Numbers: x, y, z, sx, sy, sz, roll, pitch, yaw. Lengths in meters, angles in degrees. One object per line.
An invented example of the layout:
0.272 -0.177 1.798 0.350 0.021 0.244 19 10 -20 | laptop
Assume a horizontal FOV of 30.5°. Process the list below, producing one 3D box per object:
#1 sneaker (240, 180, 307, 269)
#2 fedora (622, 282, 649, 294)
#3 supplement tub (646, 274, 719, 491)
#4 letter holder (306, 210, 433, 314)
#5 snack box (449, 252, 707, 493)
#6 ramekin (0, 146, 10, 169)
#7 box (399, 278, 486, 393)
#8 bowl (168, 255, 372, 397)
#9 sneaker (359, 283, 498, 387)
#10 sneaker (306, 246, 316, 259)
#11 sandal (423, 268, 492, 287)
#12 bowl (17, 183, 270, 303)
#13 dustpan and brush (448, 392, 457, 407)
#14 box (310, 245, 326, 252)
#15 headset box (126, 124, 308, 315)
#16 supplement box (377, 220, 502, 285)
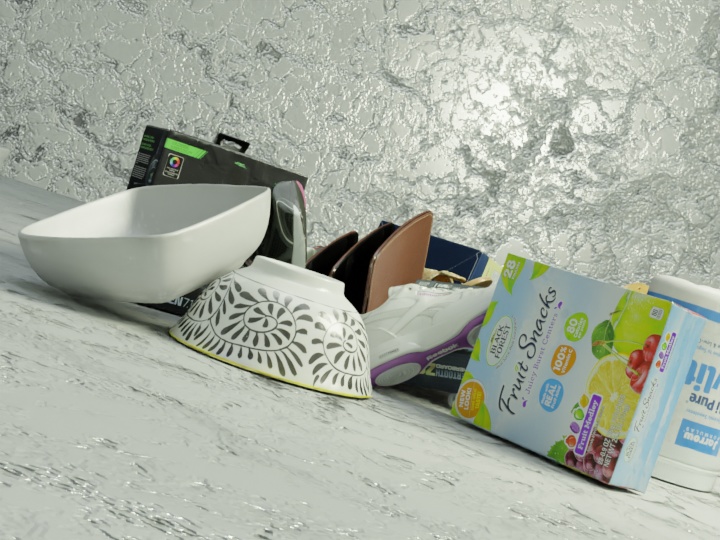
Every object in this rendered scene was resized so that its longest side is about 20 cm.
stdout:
-0.102 0.000 1.350 0.086 0.201 0.081 5 35 -9 | sneaker
0.264 0.093 1.494 0.082 0.202 0.200 23 4 34 | fedora
0.340 0.116 1.389 0.131 0.201 0.132 17 1 0 | supplement tub
0.000 0.000 1.523 0.100 0.143 0.200 18 23 16 | letter holder
0.196 0.090 1.219 0.067 0.170 0.199 21 -2 -42 | snack box
-0.678 -0.180 2.135 0.199 0.098 0.200 17 1 0 | ramekin
0.111 0.072 1.446 0.157 0.051 0.200 7 22 16 | box
-0.070 0.043 1.234 0.199 0.095 0.201 17 1 0 | bowl
0.080 0.040 1.333 0.075 0.199 0.100 73 -5 -57 | sneaker
-0.109 -0.003 1.713 0.080 0.071 0.200 6 -5 17 | sneaker
0.080 0.032 1.717 0.077 0.070 0.212 -7 -23 -42 | sandal
-0.202 -0.025 1.265 0.199 0.075 0.199 4 18 31 | bowl
0.126 0.116 1.462 0.139 0.058 0.200 20 32 12 | dustpan and brush
-0.024 0.030 1.775 0.035 0.111 0.200 -16 10 -20 | box
-0.170 -0.051 1.452 0.173 0.201 0.093 18 1 -27 | headset box
0.124 0.047 1.909 0.199 0.135 0.200 20 -11 42 | supplement box
